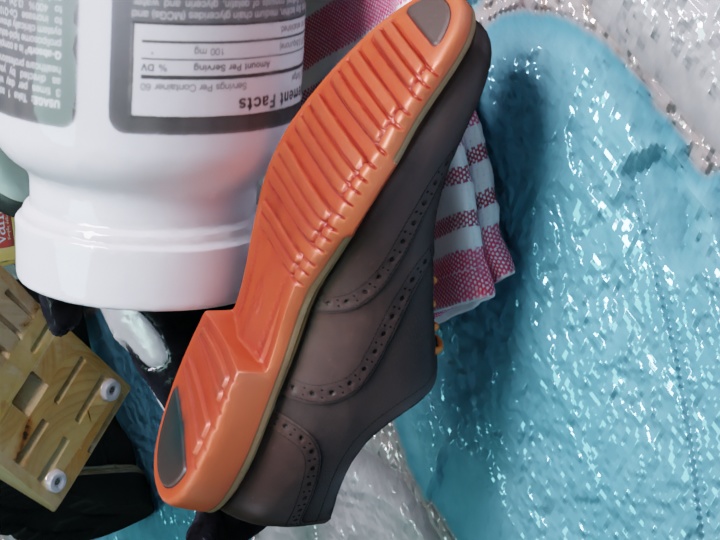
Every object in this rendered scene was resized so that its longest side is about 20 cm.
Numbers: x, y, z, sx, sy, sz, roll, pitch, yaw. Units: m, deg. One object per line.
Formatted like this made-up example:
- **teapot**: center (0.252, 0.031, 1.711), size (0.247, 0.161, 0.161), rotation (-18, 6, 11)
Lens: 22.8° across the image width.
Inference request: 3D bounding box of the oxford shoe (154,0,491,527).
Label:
- **oxford shoe**: center (0.000, 0.000, 0.610), size (0.201, 0.072, 0.071), rotation (-61, 26, 21)

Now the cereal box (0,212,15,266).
- **cereal box**: center (-0.264, -0.085, 1.097), size (0.199, 0.039, 0.146), rotation (16, 114, 57)

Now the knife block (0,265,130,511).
- **knife block**: center (-0.216, 0.010, 0.765), size (0.174, 0.064, 0.200), rotation (18, 158, 39)

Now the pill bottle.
- **pill bottle**: center (-0.076, -0.095, 0.643), size (0.116, 0.115, 0.202), rotation (26, 116, 54)

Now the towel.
- **towel**: center (-0.011, -0.073, 0.677), size (0.146, 0.030, 0.202), rotation (-23, 80, 59)

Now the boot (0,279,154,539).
- **boot**: center (-0.187, 0.059, 0.885), size (0.200, 0.077, 0.140), rotation (33, -144, -67)

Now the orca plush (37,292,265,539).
- **orca plush**: center (-0.071, 0.016, 0.729), size (0.071, 0.104, 0.202), rotation (-20, 73, 55)

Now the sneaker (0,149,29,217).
- **sneaker**: center (-0.190, -0.133, 0.927), size (0.203, 0.067, 0.108), rotation (66, 150, 26)
